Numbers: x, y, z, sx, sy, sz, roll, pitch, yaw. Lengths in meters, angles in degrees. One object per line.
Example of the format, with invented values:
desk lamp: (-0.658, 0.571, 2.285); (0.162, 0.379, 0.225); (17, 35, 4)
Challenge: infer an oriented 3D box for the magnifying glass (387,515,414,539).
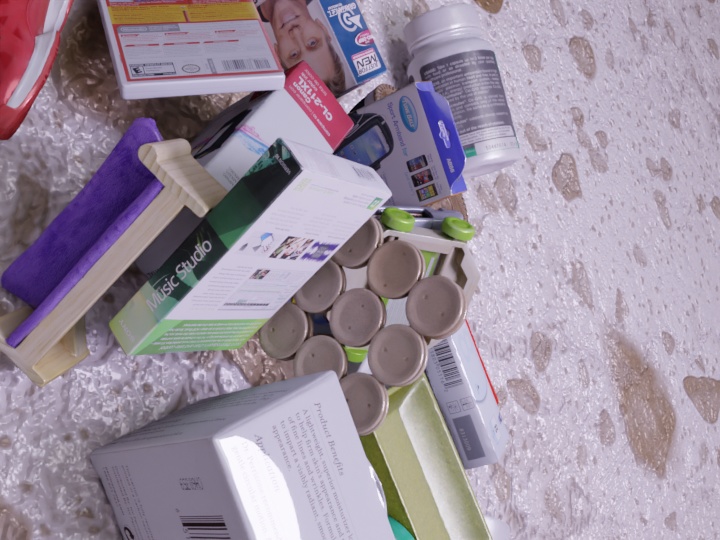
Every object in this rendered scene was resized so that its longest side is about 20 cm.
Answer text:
magnifying glass: (-0.022, 0.239, 0.752); (0.022, 0.199, 0.080); (-18, 103, -41)

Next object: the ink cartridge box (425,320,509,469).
ink cartridge box: (0.133, 0.115, 1.008); (0.161, 0.047, 0.200); (68, 24, -5)

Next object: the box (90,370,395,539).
box: (-0.089, 0.206, 0.697); (0.130, 0.199, 0.200); (-21, 92, -44)

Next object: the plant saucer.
plant saucer: (0.051, 0.206, 0.793); (0.201, 0.048, 0.200); (67, 18, 5)

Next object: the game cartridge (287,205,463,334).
game cartridge: (0.000, 0.000, 0.859); (0.198, 0.042, 0.134); (-1, 115, -25)

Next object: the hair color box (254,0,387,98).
hair color box: (-0.062, -0.285, 0.948); (0.060, 0.100, 0.201); (-34, 102, -44)

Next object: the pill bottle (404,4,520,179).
pill bottle: (0.125, -0.222, 1.093); (0.113, 0.113, 0.202); (-12, 87, -46)

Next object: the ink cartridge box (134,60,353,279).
ink cartridge box: (-0.117, -0.086, 0.797); (0.083, 0.145, 0.200); (51, 48, -20)

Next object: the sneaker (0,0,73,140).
sneaker: (-0.309, -0.206, 0.710); (0.115, 0.078, 0.201); (24, 49, -28)

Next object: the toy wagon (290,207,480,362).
toy wagon: (0.021, 0.015, 0.831); (0.199, 0.040, 0.156); (8, 114, -28)

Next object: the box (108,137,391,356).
box: (-0.081, -0.011, 0.667); (0.036, 0.200, 0.144); (51, 19, 20)

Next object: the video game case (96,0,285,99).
video game case: (-0.163, -0.232, 0.790); (0.142, 0.018, 0.201); (-8, 54, -21)

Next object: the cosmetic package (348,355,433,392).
cosmetic package: (-0.012, 0.169, 0.876); (0.102, 0.071, 0.201); (50, 48, -22)

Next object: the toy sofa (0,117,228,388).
toy sofa: (-0.200, -0.018, 0.652); (0.098, 0.200, 0.083); (45, 12, -4)

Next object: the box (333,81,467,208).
box: (0.024, -0.114, 0.908); (0.041, 0.199, 0.120); (-19, 91, -56)

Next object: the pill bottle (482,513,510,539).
pill bottle: (0.098, 0.360, 0.897); (0.113, 0.113, 0.201); (33, 56, -33)

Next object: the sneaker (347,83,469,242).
sneaker: (0.038, -0.098, 0.977); (0.070, 0.108, 0.201); (-31, 93, -49)

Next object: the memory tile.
memory tile: (-0.018, 0.027, 0.730); (0.154, 0.200, 0.017); (-53, 148, 4)
